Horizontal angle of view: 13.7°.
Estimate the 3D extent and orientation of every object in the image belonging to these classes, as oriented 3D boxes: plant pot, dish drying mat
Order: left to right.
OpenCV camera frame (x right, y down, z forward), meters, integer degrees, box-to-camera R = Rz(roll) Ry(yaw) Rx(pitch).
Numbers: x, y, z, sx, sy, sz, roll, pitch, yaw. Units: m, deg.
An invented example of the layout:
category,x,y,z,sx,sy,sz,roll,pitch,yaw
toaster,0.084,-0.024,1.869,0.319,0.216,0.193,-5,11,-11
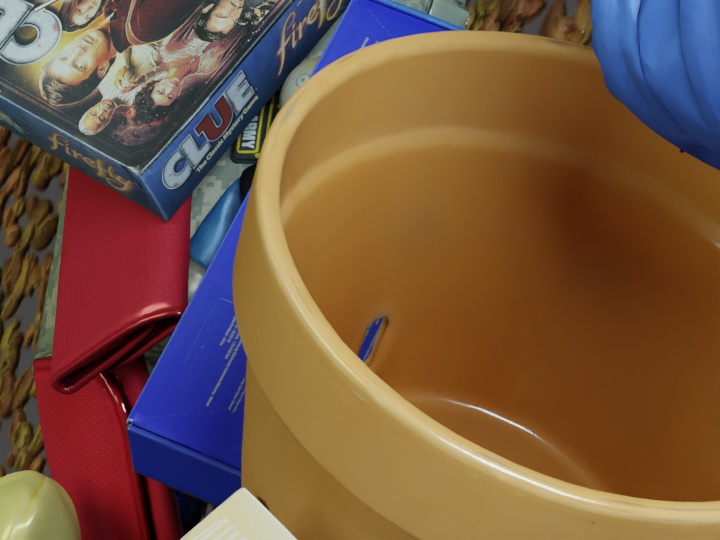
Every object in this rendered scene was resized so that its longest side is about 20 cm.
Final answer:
category,x,y,z,sx,sy,sz,roll,pitch,yaw
dish drying mat,-0.094,0.133,1.219,0.077,0.018,0.201,-8,95,52
dish drying mat,-0.092,-0.046,1.217,0.077,0.018,0.200,-35,39,37
plant pot,0.047,0.043,0.906,0.200,0.200,0.140,-99,23,-45

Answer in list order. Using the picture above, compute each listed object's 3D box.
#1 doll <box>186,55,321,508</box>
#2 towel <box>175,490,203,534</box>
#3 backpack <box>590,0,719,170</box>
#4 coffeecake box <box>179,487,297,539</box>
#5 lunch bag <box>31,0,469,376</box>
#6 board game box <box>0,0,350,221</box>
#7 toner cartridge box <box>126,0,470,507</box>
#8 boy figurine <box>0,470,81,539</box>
category,x,y,z,sx,sy,sz,roll,pitch,yaw
doll,-0.011,0.009,1.141,0.136,0.048,0.200,-8,62,19
towel,-0.136,0.195,1.343,0.148,0.049,0.201,-20,54,54
backpack,0.157,-0.074,0.822,0.168,0.200,0.163,7,78,53
coffeecake box,-0.014,0.175,0.894,0.073,0.154,0.200,-39,-17,-21
lunch bag,-0.038,-0.034,1.261,0.200,0.117,0.164,-20,56,48
board game box,-0.113,-0.118,1.213,0.200,0.035,0.136,29,71,30
toner cartridge box,0.000,0.000,1.092,0.043,0.095,0.200,93,-158,-63
boy figurine,-0.161,0.171,1.214,0.064,0.124,0.200,-75,-3,-69
